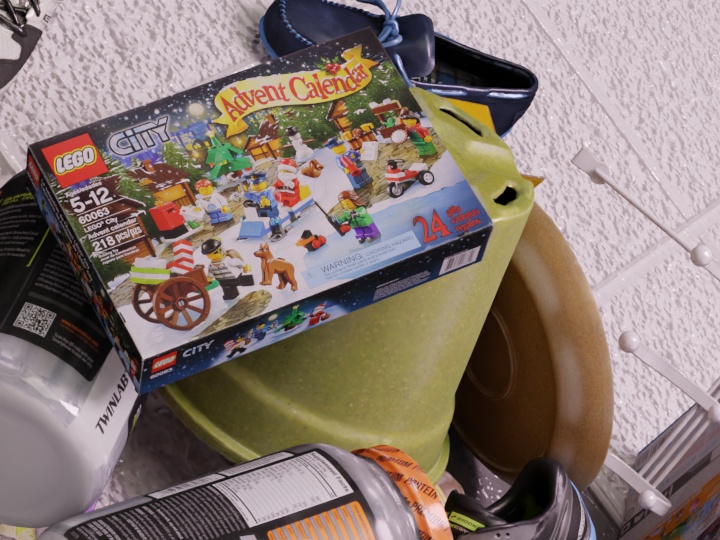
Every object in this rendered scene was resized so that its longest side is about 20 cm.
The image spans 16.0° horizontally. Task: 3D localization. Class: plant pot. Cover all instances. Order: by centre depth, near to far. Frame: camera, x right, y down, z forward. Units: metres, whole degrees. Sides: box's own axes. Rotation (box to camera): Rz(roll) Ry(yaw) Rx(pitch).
[{"bbox_3d":[0.000,0.000,1.440,0.200,0.184,0.201,22,29,-13],"label":"plant pot"},{"bbox_3d":[0.082,0.043,1.520,0.027,0.200,0.200,-16,71,-26],"label":"plant pot"}]

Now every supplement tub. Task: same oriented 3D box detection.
[{"bbox_3d":[-0.058,0.161,1.301,0.200,0.123,0.123,-15,71,-30],"label":"supplement tub"},{"bbox_3d":[-0.159,0.026,1.341,0.122,0.122,0.200,36,45,-14],"label":"supplement tub"}]

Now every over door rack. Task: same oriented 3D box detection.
[{"bbox_3d":[0.154,0.033,1.566,0.200,0.148,0.067,42,5,27],"label":"over door rack"}]

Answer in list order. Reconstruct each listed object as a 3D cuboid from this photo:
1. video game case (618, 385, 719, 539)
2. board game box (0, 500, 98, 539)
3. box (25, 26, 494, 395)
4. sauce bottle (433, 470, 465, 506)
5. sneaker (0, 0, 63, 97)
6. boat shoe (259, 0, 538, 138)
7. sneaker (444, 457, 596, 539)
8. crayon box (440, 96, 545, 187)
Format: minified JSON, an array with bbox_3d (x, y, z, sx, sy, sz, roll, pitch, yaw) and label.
[{"bbox_3d":[0.198,0.156,1.566,0.018,0.143,0.200,30,46,-12],"label":"video game case"},{"bbox_3d":[-0.192,0.092,1.378,0.120,0.032,0.200,34,45,-12],"label":"board game box"},{"bbox_3d":[-0.052,-0.034,1.299,0.200,0.038,0.137,-21,65,-21],"label":"box"},{"bbox_3d":[-0.021,0.163,1.440,0.200,0.065,0.065,-20,75,-46],"label":"sauce bottle"},{"bbox_3d":[-0.202,-0.182,1.518,0.076,0.088,0.200,36,46,-16],"label":"sneaker"},{"bbox_3d":[0.029,-0.149,1.696,0.200,0.069,0.084,13,54,-32],"label":"boat shoe"},{"bbox_3d":[0.051,0.171,1.436,0.199,0.071,0.083,-34,118,-33],"label":"sneaker"},{"bbox_3d":[-0.004,-0.059,1.565,0.200,0.126,0.052,8,56,-36],"label":"crayon box"}]
